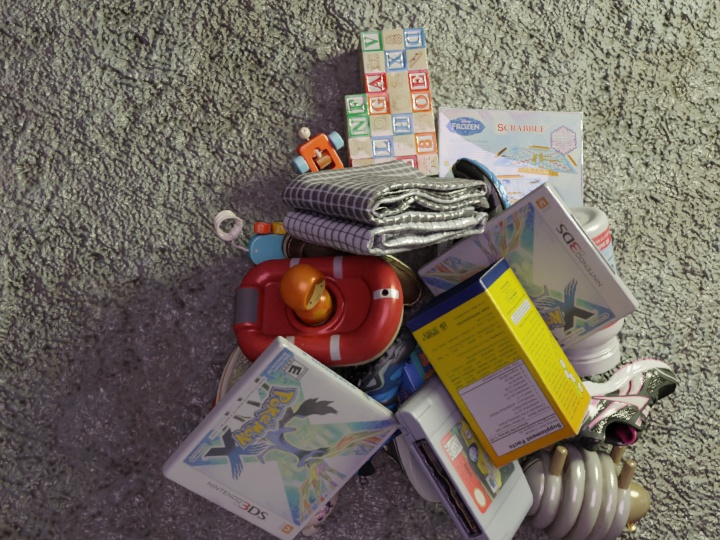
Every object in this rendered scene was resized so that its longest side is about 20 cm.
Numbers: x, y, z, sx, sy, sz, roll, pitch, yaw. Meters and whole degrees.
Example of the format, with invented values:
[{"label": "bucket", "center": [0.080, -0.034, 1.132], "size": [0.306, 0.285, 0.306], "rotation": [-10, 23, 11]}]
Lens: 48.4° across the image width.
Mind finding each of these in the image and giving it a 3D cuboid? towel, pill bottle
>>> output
[{"label": "towel", "center": [0.031, -0.077, 0.929], "size": [0.200, 0.165, 0.086], "rotation": [-12, 106, -39]}, {"label": "pill bottle", "center": [0.274, 0.028, 1.022], "size": [0.109, 0.109, 0.200], "rotation": [-19, 109, -6]}]

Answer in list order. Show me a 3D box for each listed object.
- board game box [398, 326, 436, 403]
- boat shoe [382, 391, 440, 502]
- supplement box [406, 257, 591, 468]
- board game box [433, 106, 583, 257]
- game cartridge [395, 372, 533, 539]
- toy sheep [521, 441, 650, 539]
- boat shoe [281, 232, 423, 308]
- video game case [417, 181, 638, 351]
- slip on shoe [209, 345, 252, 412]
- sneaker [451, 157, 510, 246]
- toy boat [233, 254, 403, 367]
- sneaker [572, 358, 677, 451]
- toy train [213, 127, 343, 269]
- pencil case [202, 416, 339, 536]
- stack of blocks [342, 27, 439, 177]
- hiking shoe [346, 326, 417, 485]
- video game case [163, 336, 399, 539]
[{"label": "board game box", "center": [0.127, 0.149, 1.025], "size": [0.152, 0.045, 0.200], "rotation": [-24, 86, -31]}, {"label": "boat shoe", "center": [0.053, 0.203, 1.033], "size": [0.071, 0.064, 0.200], "rotation": [-19, 83, -41]}, {"label": "supplement box", "center": [0.163, 0.105, 0.932], "size": [0.109, 0.109, 0.200], "rotation": [-32, 89, 29]}, {"label": "board game box", "center": [0.199, -0.116, 1.085], "size": [0.199, 0.041, 0.200], "rotation": [2, 86, -5]}, {"label": "game cartridge", "center": [0.126, 0.218, 0.932], "size": [0.041, 0.133, 0.200], "rotation": [-30, 92, 33]}, {"label": "toy sheep", "center": [0.266, 0.276, 1.009], "size": [0.199, 0.138, 0.138], "rotation": [13, 83, 0]}, {"label": "boat shoe", "center": [-0.002, 0.006, 1.015], "size": [0.202, 0.075, 0.075], "rotation": [19, 93, -22]}, {"label": "video game case", "center": [0.198, 0.021, 0.970], "size": [0.200, 0.022, 0.182], "rotation": [-36, 94, 30]}, {"label": "slip on shoe", "center": [-0.165, 0.184, 1.016], "size": [0.074, 0.061, 0.200], "rotation": [26, 69, -36]}, {"label": "sneaker", "center": [0.151, -0.046, 1.019], "size": [0.083, 0.071, 0.200], "rotation": [-14, 93, -11]}, {"label": "toy boat", "center": [-0.053, 0.034, 0.899], "size": [0.199, 0.131, 0.131], "rotation": [-3, 67, 8]}, {"label": "sneaker", "center": [0.332, 0.181, 1.018], "size": [0.200, 0.080, 0.086], "rotation": [-15, 50, -25]}, {"label": "toy train", "center": [-0.089, -0.083, 1.039], "size": [0.200, 0.056, 0.150], "rotation": [-39, 109, -9]}, {"label": "pencil case", "center": [-0.103, 0.230, 0.972], "size": [0.200, 0.078, 0.090], "rotation": [55, 37, -24]}, {"label": "stack of blocks", "center": [0.035, -0.215, 1.073], "size": [0.115, 0.059, 0.201], "rotation": [-5, 85, -5]}, {"label": "hiking shoe", "center": [0.020, 0.158, 0.967], "size": [0.087, 0.074, 0.200], "rotation": [28, 104, -16]}, {"label": "video game case", "center": [-0.085, 0.194, 0.893], "size": [0.182, 0.022, 0.200], "rotation": [37, 100, -26]}]
